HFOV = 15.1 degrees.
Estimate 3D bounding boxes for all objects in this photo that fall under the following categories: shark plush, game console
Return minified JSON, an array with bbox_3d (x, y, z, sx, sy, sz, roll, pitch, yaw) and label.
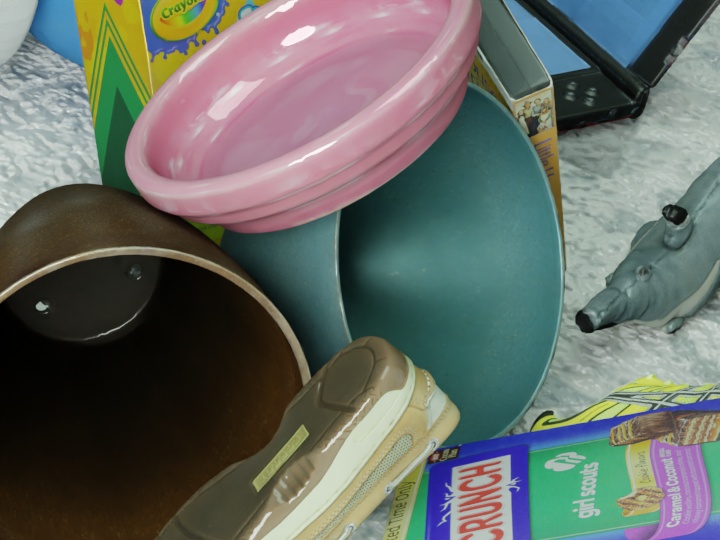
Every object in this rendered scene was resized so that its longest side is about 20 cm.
[{"bbox_3d":[0.177,-0.014,1.643,0.200,0.083,0.091,-20,48,-40],"label":"shark plush"},{"bbox_3d":[0.123,-0.199,1.849,0.172,0.119,0.200,-13,43,-35],"label":"game console"}]

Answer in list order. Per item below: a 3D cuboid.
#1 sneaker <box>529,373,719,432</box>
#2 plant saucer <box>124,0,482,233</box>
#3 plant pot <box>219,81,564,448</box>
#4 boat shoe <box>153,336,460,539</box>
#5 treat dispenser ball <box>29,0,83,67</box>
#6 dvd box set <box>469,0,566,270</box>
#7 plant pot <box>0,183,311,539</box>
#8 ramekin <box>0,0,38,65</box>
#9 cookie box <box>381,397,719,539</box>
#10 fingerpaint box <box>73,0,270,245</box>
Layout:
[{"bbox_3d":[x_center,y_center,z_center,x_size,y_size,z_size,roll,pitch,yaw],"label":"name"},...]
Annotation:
[{"bbox_3d":[0.174,0.083,1.439,0.199,0.075,0.077,-15,48,14],"label":"sneaker"},{"bbox_3d":[-0.023,-0.085,1.386,0.200,0.051,0.201,-25,27,13],"label":"plant saucer"},{"bbox_3d":[0.000,0.000,1.492,0.134,0.201,0.200,-4,19,39],"label":"plant pot"},{"bbox_3d":[-0.031,0.126,1.310,0.076,0.200,0.072,39,14,-31],"label":"boat shoe"},{"bbox_3d":[-0.139,-0.221,1.708,0.200,0.201,0.201,10,35,-7],"label":"treat dispenser ball"},{"bbox_3d":[0.075,-0.100,1.609,0.029,0.200,0.147,-25,60,-8],"label":"dvd box set"},{"bbox_3d":[-0.133,0.036,1.399,0.186,0.187,0.200,5,22,-14],"label":"plant pot"},{"bbox_3d":[-0.269,-0.207,1.639,0.097,0.201,0.201,-9,41,-31],"label":"ramekin"},{"bbox_3d":[0.114,0.137,1.318,0.199,0.075,0.171,-11,19,11],"label":"cookie box"},{"bbox_3d":[-0.061,-0.106,1.602,0.200,0.167,0.073,-18,16,-38],"label":"fingerpaint box"}]
